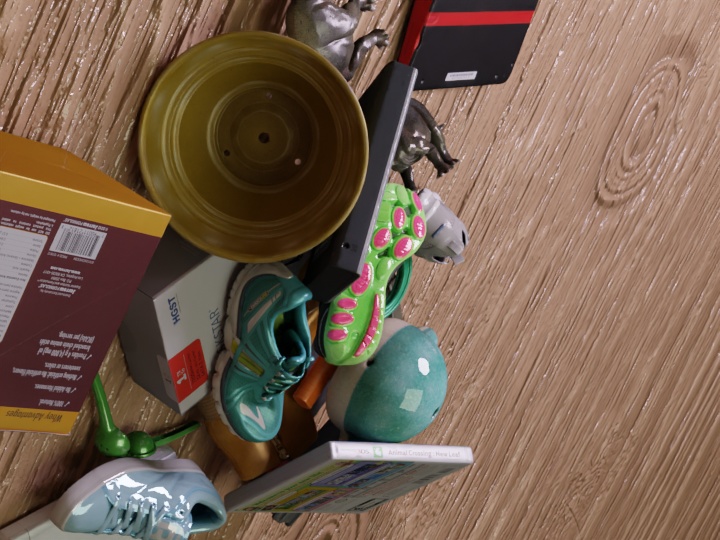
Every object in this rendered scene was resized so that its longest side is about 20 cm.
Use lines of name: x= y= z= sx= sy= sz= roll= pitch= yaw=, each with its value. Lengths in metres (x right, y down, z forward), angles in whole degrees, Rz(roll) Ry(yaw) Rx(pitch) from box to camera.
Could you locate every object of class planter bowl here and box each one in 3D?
planter bowl: x=-0.089 y=-0.113 z=1.373 sx=0.083 sy=0.200 sz=0.201 roll=-68 pitch=-179 yaw=-77

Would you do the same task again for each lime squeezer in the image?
lime squeezer: x=-0.223 y=0.152 z=1.508 sx=0.200 sy=0.038 sz=0.071 roll=40 pitch=51 yaw=-57

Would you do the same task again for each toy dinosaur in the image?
toy dinosaur: x=0.051 y=-0.139 z=1.588 sx=0.077 sy=0.102 sz=0.200 roll=-29 pitch=-171 yaw=40
toy dinosaur: x=-0.032 y=-0.214 z=1.408 sx=0.102 sy=0.077 sz=0.200 roll=-52 pitch=154 yaw=-37

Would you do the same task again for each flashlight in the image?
flashlight: x=-0.037 y=0.189 z=1.725 sx=0.200 sy=0.068 sz=0.068 roll=-49 pitch=146 yaw=0

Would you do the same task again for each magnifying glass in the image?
magnifying glass: x=-0.008 y=0.053 z=1.584 sx=0.200 sy=0.022 sz=0.080 roll=-58 pitch=144 yaw=-21

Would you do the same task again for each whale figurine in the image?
whale figurine: x=0.042 y=0.133 z=1.606 sx=0.159 sy=0.104 sz=0.200 roll=-55 pitch=156 yaw=-13

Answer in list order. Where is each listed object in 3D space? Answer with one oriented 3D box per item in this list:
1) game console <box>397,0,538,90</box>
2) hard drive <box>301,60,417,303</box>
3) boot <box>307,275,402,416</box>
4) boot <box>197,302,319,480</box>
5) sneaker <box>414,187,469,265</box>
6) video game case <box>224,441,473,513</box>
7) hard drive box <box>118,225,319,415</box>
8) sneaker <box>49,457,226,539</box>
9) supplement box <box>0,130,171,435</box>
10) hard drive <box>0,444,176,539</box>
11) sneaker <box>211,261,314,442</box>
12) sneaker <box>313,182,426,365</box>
game console: x=0.120 y=-0.274 z=1.629 sx=0.200 sy=0.031 sz=0.177 roll=-12 pitch=129 yaw=-49
hard drive: x=-0.003 y=-0.079 z=1.429 sx=0.140 sy=0.033 sz=0.200 roll=139 pitch=-32 yaw=-72
boot: x=-0.044 y=0.077 z=1.661 sx=0.200 sy=0.073 sz=0.182 roll=-39 pitch=141 yaw=-17
boot: x=-0.073 y=0.110 z=1.591 sx=0.201 sy=0.071 sz=0.144 roll=-37 pitch=117 yaw=-15
sneaker: x=0.076 y=-0.033 z=1.660 sx=0.075 sy=0.082 sz=0.200 roll=-44 pitch=177 yaw=5
video game case: x=-0.014 y=0.216 z=1.616 sx=0.182 sy=0.022 sz=0.200 roll=7 pitch=154 yaw=-36
hard drive box: x=-0.133 y=0.012 z=1.467 sx=0.200 sy=0.077 sz=0.156 roll=-39 pitch=142 yaw=-28
sneaker: x=-0.201 y=0.228 z=1.487 sx=0.200 sy=0.082 sz=0.074 roll=-4 pitch=128 yaw=-52
supplement box: x=-0.288 y=0.004 z=1.194 sx=0.197 sy=0.133 sz=0.200 roll=14 pitch=104 yaw=-57
hard drive: x=-0.266 y=0.265 z=1.538 sx=0.200 sy=0.027 sz=0.132 roll=-27 pitch=135 yaw=-41
sneaker: x=-0.086 y=0.084 z=1.442 sx=0.077 sy=0.080 sz=0.200 roll=-27 pitch=136 yaw=-41
sneaker: x=0.000 y=0.000 z=1.518 sx=0.077 sy=0.084 sz=0.200 roll=33 pitch=66 yaw=-19
